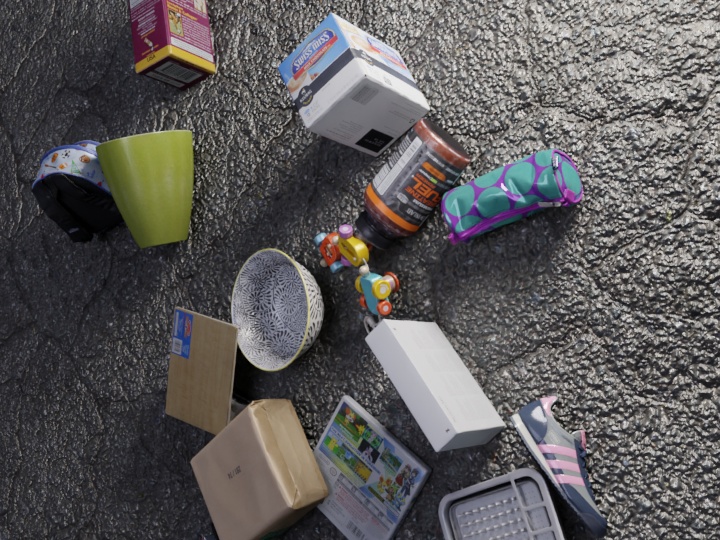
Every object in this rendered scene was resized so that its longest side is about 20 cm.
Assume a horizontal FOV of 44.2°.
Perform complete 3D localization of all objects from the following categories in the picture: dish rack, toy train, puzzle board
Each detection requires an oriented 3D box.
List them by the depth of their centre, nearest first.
[{"bbox_3d":[0.212,0.384,1.264,0.199,0.043,0.174,-30,69,37],"label":"dish rack"},{"bbox_3d":[0.000,0.000,1.457,0.202,0.055,0.151,58,156,18],"label":"toy train"},{"bbox_3d":[-0.281,0.179,1.572,0.149,0.017,0.204,14,103,32],"label":"puzzle board"}]

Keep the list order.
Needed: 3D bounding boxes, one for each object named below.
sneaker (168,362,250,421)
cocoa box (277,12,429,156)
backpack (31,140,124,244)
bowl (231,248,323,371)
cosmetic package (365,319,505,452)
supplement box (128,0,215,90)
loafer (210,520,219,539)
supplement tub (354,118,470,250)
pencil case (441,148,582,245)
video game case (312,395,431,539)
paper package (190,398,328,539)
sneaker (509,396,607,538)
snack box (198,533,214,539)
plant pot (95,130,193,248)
[{"bbox_3d":[-0.290,0.226,1.626,0.199,0.073,0.081,31,104,34],"label":"sneaker"},{"bbox_3d":[-0.009,-0.291,1.414,0.133,0.199,0.133,-38,64,25],"label":"cocoa box"},{"bbox_3d":[-0.554,-0.173,1.787,0.198,0.190,0.157,-22,56,30],"label":"backpack"},{"bbox_3d":[-0.124,0.066,1.509,0.198,0.093,0.205,-1,89,42],"label":"bowl"},{"bbox_3d":[0.111,0.166,1.307,0.052,0.150,0.201,-44,62,21],"label":"cosmetic package"},{"bbox_3d":[-0.371,-0.476,1.731,0.102,0.130,0.204,-18,74,32],"label":"supplement box"},{"bbox_3d":[-0.200,0.513,1.529,0.068,0.070,0.202,-46,62,23],"label":"loafer"},{"bbox_3d":[0.076,-0.130,1.394,0.201,0.106,0.107,-52,60,19],"label":"supplement tub"},{"bbox_3d":[0.219,-0.107,1.303,0.198,0.085,0.094,-21,46,32],"label":"pencil case"},{"bbox_3d":[0.001,0.337,1.441,0.199,0.022,0.184,37,105,33],"label":"video game case"},{"bbox_3d":[-0.171,0.349,1.493,0.200,0.103,0.193,-43,62,33],"label":"paper package"},{"bbox_3d":[0.292,0.266,1.223,0.081,0.070,0.201,-34,74,0],"label":"sneaker"},{"bbox_3d":[-0.266,0.594,1.577,0.142,0.053,0.202,-42,63,24],"label":"snack box"},{"bbox_3d":[-0.396,-0.150,1.698,0.185,0.186,0.204,-8,95,33],"label":"plant pot"}]
